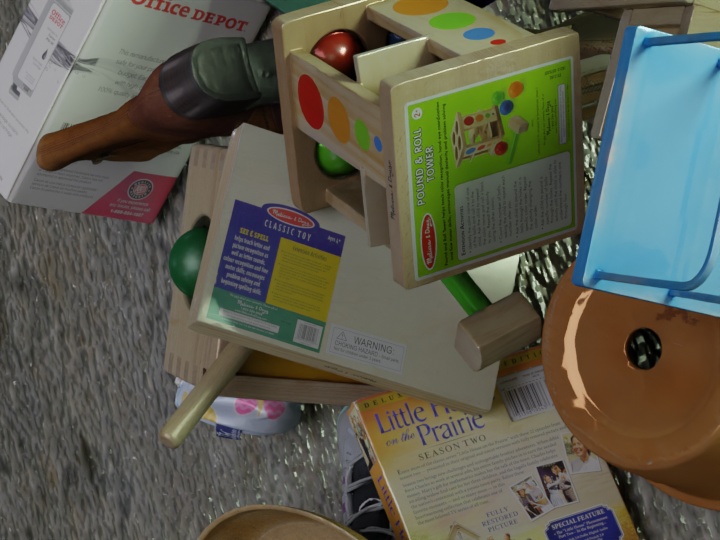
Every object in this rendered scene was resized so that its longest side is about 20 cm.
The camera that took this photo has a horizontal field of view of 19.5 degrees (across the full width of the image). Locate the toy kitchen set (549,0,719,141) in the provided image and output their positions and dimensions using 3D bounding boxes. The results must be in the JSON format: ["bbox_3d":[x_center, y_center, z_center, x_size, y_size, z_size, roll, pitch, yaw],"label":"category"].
[{"bbox_3d":[0.227,-0.153,1.221,0.163,0.180,0.200,14,89,67],"label":"toy kitchen set"}]

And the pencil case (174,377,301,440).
[{"bbox_3d":[-0.071,0.017,1.480,0.091,0.083,0.200,13,96,12],"label":"pencil case"}]

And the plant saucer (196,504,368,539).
[{"bbox_3d":[-0.021,0.228,1.307,0.200,0.035,0.200,17,122,30],"label":"plant saucer"}]

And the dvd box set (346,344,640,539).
[{"bbox_3d":[0.093,0.155,1.316,0.029,0.146,0.200,117,133,-63],"label":"dvd box set"}]

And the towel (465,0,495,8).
[{"bbox_3d":[0.082,-0.266,1.288,0.148,0.049,0.200,-21,70,62],"label":"towel"}]

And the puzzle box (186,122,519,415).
[{"bbox_3d":[0.000,0.000,1.304,0.025,0.200,0.133,149,137,-65],"label":"puzzle box"}]

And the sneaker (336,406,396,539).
[{"bbox_3d":[0.009,0.172,1.374,0.078,0.140,0.200,-39,66,29],"label":"sneaker"}]

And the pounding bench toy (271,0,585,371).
[{"bbox_3d":[0.038,-0.056,1.248,0.156,0.124,0.200,36,138,52],"label":"pounding bench toy"}]

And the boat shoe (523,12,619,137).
[{"bbox_3d":[0.150,-0.121,1.334,0.200,0.072,0.076,-8,117,29],"label":"boat shoe"}]

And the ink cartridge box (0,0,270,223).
[{"bbox_3d":[-0.178,-0.143,1.532,0.083,0.146,0.200,45,114,37],"label":"ink cartridge box"}]

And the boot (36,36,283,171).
[{"bbox_3d":[-0.096,-0.100,1.443,0.200,0.188,0.069,-24,80,50],"label":"boot"}]

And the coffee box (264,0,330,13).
[{"bbox_3d":[-0.049,-0.251,1.488,0.200,0.044,0.123,36,96,32],"label":"coffee box"}]

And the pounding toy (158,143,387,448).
[{"bbox_3d":[-0.046,0.018,1.361,0.142,0.200,0.184,-165,81,-65],"label":"pounding toy"}]

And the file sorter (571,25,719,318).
[{"bbox_3d":[0.236,-0.036,1.080,0.123,0.200,0.139,12,89,67],"label":"file sorter"}]

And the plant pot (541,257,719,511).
[{"bbox_3d":[0.199,0.046,1.233,0.200,0.140,0.200,-2,87,39],"label":"plant pot"}]
